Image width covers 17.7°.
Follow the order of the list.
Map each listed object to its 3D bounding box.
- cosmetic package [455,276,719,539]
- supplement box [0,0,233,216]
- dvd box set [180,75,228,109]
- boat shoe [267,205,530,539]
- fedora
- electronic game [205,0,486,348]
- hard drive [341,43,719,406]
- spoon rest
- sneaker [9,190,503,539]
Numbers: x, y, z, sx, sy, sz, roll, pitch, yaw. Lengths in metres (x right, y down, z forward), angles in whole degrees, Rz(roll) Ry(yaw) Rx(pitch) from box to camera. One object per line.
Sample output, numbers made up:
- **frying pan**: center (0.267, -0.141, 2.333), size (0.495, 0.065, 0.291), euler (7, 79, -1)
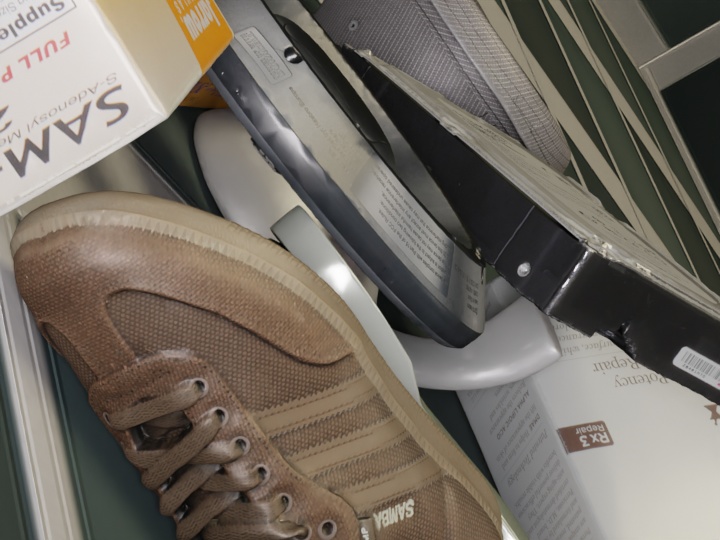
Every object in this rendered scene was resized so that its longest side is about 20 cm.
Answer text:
- **cosmetic package**: center (0.124, 0.097, 1.061), size (0.201, 0.101, 0.074), euler (65, -31, 29)
- **supplement box**: center (-0.122, -0.122, 0.638), size (0.201, 0.073, 0.126), euler (59, 13, -11)
- **dvd box set**: center (-0.096, -0.130, 0.868), size (0.147, 0.029, 0.200), euler (62, 11, 2)
- **boat shoe**: center (0.010, 0.074, 0.773), size (0.200, 0.060, 0.076), euler (56, -1, -10)
- **fedora**: center (0.027, -0.107, 1.187), size (0.177, 0.090, 0.200), euler (51, 8, -43)
- **electronic game**: center (-0.020, -0.055, 0.824), size (0.200, 0.042, 0.200), euler (52, 6, -8)
- **hard drive**: center (0.077, -0.021, 1.002), size (0.139, 0.038, 0.200), euler (27, 11, -41)
- **spoon rest**: center (0.000, 0.000, 0.946), size (0.200, 0.061, 0.100), euler (33, 26, -39)
- **sneaker**: center (-0.024, 0.057, 0.653), size (0.200, 0.070, 0.076), euler (41, 42, -34)
